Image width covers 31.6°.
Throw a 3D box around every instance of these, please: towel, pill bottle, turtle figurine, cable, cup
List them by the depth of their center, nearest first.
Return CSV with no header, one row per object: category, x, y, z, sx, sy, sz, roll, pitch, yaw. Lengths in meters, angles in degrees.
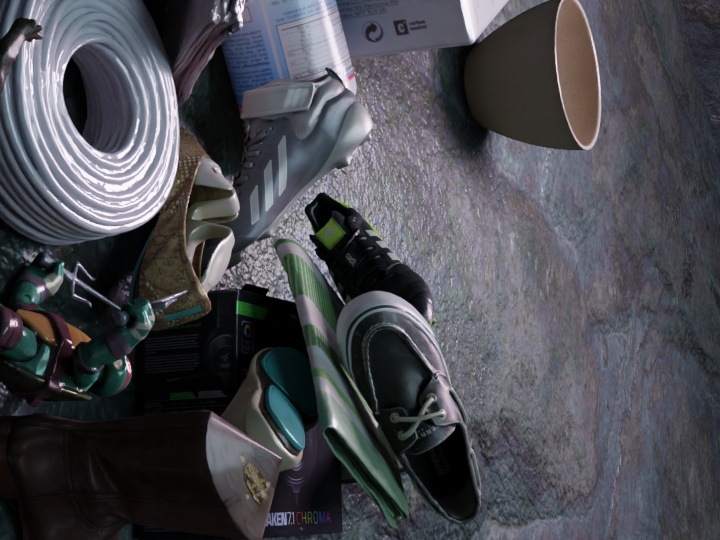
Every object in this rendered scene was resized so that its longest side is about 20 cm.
turtle figurine,-0.194,0.036,0.800,0.200,0.149,0.101,27,79,-51
cable,-0.197,-0.118,0.876,0.200,0.069,0.201,15,72,-63
towel,-0.110,-0.242,0.965,0.032,0.191,0.201,14,76,-19
towel,-0.016,0.081,0.972,0.153,0.023,0.200,57,13,-45
pill bottle,-0.065,-0.191,1.117,0.109,0.108,0.201,-45,126,-58
cup,0.220,-0.251,1.673,0.200,0.143,0.201,17,71,-62

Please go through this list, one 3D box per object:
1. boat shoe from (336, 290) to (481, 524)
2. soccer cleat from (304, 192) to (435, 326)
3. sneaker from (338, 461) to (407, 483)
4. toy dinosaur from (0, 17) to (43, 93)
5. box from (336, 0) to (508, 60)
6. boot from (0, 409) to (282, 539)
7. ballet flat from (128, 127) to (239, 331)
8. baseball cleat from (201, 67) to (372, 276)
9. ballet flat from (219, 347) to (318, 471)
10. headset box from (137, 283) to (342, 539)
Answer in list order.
boat shoe,0.045,0.104,0.941,0.200,0.071,0.064,62,-1,-30
soccer cleat,0.000,0.000,1.027,0.081,0.068,0.200,44,5,-30
sneaker,-0.003,0.110,1.121,0.077,0.202,0.147,-3,87,-29
toy dinosaur,-0.228,-0.118,0.697,0.200,0.077,0.103,114,-9,-63
box,0.019,-0.319,1.210,0.171,0.198,0.201,-54,134,-54
boot,-0.128,0.164,0.815,0.187,0.199,0.064,67,32,-32
ballet flat,-0.126,-0.034,0.973,0.071,0.065,0.200,78,11,-48
baseball cleat,-0.085,-0.087,1.051,0.200,0.070,0.107,-44,108,-14
ballet flat,-0.069,0.101,0.887,0.200,0.069,0.070,-54,136,-82
headset box,-0.092,0.113,1.022,0.174,0.093,0.201,20,66,-62
